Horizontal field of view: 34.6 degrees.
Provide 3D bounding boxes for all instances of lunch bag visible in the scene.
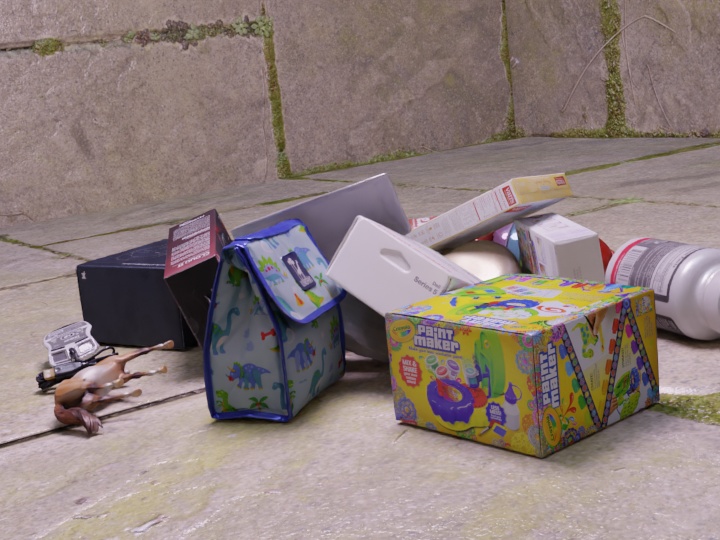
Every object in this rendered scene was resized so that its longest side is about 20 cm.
[{"bbox_3d":[-0.096,0.051,1.308,0.127,0.200,0.170,-2,11,21],"label":"lunch bag"}]

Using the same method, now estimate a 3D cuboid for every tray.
[{"bbox_3d":[-0.047,-0.053,1.397,0.200,0.107,0.022,-20,44,7],"label":"tray"}]

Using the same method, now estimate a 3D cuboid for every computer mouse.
[{"bbox_3d":[-0.382,0.115,1.555,0.110,0.044,0.200,-22,17,-11],"label":"computer mouse"}]

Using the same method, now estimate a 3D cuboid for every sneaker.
[{"bbox_3d":[-0.024,0.078,1.457,0.200,0.116,0.074,24,59,3],"label":"sneaker"}]

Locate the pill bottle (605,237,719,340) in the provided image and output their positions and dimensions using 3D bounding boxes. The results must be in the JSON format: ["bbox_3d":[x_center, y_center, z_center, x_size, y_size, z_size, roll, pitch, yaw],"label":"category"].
[{"bbox_3d":[0.397,0.024,1.400,0.111,0.111,0.200,-11,12,-22],"label":"pill bottle"}]

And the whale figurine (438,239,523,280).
[{"bbox_3d":[0.122,0.041,1.520,0.200,0.104,0.159,-18,43,15],"label":"whale figurine"}]

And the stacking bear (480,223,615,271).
[{"bbox_3d":[0.277,-0.023,1.727,0.200,0.114,0.121,10,40,19],"label":"stacking bear"}]

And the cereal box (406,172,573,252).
[{"bbox_3d":[0.166,-0.073,1.543,0.200,0.040,0.144,-26,-9,37],"label":"cereal box"}]

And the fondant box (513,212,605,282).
[{"bbox_3d":[0.252,0.012,1.444,0.058,0.144,0.200,-13,11,-5],"label":"fondant box"}]

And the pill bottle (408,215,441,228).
[{"bbox_3d":[0.083,-0.026,1.836,0.200,0.112,0.112,-6,11,2],"label":"pill bottle"}]

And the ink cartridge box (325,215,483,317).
[{"bbox_3d":[0.072,0.021,1.361,0.145,0.084,0.200,34,7,28],"label":"ink cartridge box"}]

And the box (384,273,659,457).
[{"bbox_3d":[0.164,0.087,1.178,0.192,0.122,0.200,-15,15,-39],"label":"box"}]

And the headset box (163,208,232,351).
[{"bbox_3d":[-0.191,0.027,1.515,0.077,0.149,0.200,-25,22,2],"label":"headset box"}]

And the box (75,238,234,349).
[{"bbox_3d":[-0.278,0.030,1.723,0.200,0.124,0.197,2,12,34],"label":"box"}]

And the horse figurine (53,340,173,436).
[{"bbox_3d":[-0.304,0.136,1.363,0.132,0.050,0.200,-16,13,21],"label":"horse figurine"}]
